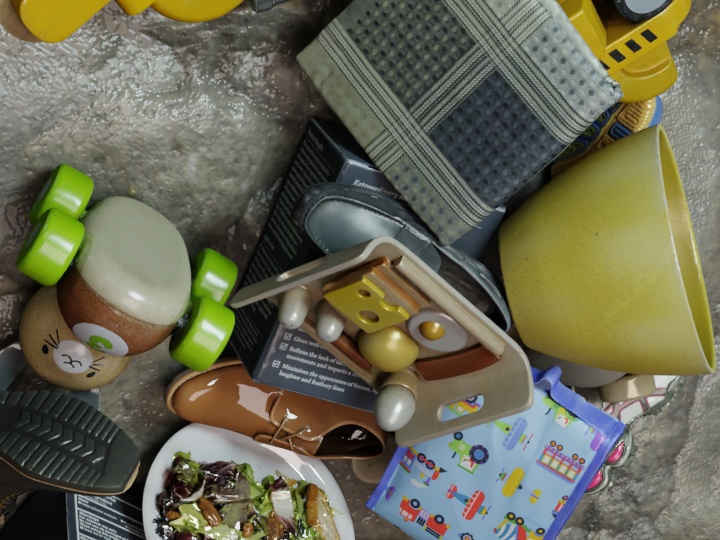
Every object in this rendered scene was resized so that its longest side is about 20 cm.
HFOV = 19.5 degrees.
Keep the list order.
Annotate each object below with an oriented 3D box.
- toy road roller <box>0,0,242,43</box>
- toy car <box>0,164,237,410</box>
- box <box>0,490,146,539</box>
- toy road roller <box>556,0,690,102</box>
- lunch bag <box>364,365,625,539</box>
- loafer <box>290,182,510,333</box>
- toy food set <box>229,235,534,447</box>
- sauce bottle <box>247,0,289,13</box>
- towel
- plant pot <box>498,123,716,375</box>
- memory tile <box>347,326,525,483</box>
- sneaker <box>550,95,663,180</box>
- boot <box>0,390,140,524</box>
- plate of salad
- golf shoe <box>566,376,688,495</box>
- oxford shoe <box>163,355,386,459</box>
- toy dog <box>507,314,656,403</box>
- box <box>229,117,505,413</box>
[{"bbox_3d":[-0.172,-0.229,1.532,0.200,0.123,0.146,-39,131,0],"label":"toy road roller"},{"bbox_3d":[-0.217,0.051,1.631,0.164,0.158,0.200,31,112,-16],"label":"toy car"},{"bbox_3d":[-0.189,0.295,1.702,0.200,0.199,0.123,31,115,-28],"label":"box"},{"bbox_3d":[0.168,-0.187,1.663,0.200,0.123,0.146,-32,131,-2],"label":"toy road roller"},{"bbox_3d":[0.115,0.150,1.719,0.150,0.094,0.200,33,131,9],"label":"lunch bag"},{"bbox_3d":[0.036,-0.007,1.606,0.200,0.070,0.068,29,101,-28],"label":"loafer"},{"bbox_3d":[0.017,0.059,1.589,0.143,0.060,0.200,-21,130,40],"label":"toy food set"},{"bbox_3d":[0.006,-0.246,1.616,0.200,0.066,0.066,-21,118,-9],"label":"sauce bottle"},{"bbox_3d":[0.071,-0.149,1.574,0.193,0.035,0.200,-42,81,28],"label":"towel"},{"bbox_3d":[0.189,-0.003,1.654,0.142,0.200,0.200,-12,119,13],"label":"plant pot"},{"bbox_3d":[0.098,0.144,1.849,0.200,0.017,0.153,-40,119,1],"label":"memory tile"},{"bbox_3d":[0.205,-0.068,1.771,0.088,0.075,0.200,16,114,-37],"label":"sneaker"},{"bbox_3d":[-0.262,0.162,1.648,0.200,0.078,0.139,18,138,18],"label":"boot"},{"bbox_3d":[-0.085,0.209,1.726,0.200,0.200,0.048,18,147,-25],"label":"plate of salad"},{"bbox_3d":[0.224,0.098,1.830,0.088,0.077,0.200,34,87,-21],"label":"golf shoe"},{"bbox_3d":[-0.065,0.119,1.737,0.200,0.071,0.071,8,127,-24],"label":"oxford shoe"},{"bbox_3d":[0.161,0.078,1.756,0.200,0.096,0.132,-30,89,3],"label":"toy dog"},{"bbox_3d":[0.000,0.000,1.698,0.148,0.107,0.200,17,107,-25],"label":"box"}]
